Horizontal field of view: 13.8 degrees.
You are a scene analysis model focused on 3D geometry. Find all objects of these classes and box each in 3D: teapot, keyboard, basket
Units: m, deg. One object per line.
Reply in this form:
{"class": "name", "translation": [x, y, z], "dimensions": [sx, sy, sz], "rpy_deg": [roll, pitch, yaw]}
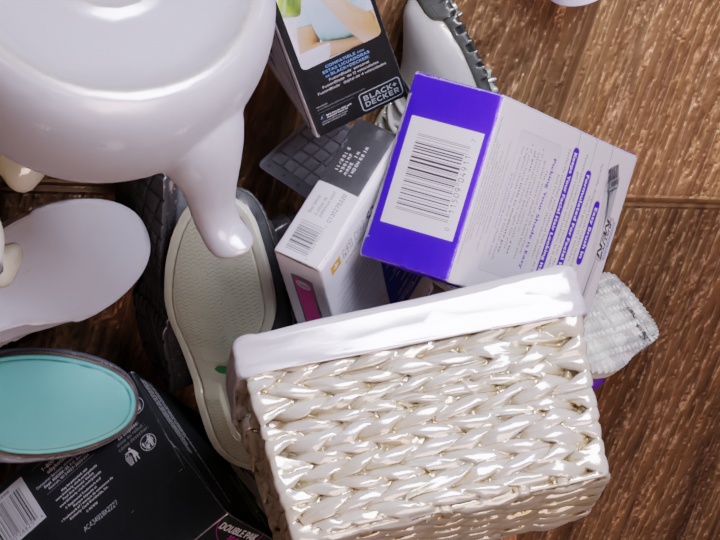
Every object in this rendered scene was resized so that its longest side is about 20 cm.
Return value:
{"class": "teapot", "translation": [-0.146, -0.122, 1.546], "dimensions": [0.197, 0.200, 0.146], "rpy_deg": [4, 151, -12]}
{"class": "keyboard", "translation": [0.030, -0.032, 1.790], "dimensions": [0.200, 0.011, 0.056], "rpy_deg": [33, 126, -32]}
{"class": "basket", "translation": [0.034, 0.090, 1.660], "dimensions": [0.200, 0.123, 0.136], "rpy_deg": [-13, 165, -7]}

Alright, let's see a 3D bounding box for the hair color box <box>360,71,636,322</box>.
{"class": "hair color box", "translation": [0.082, -0.039, 1.711], "dimensions": [0.200, 0.065, 0.109], "rpy_deg": [18, 90, -60]}

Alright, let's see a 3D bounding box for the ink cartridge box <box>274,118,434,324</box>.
{"class": "ink cartridge box", "translation": [0.000, 0.000, 1.727], "dimensions": [0.095, 0.037, 0.200], "rpy_deg": [-59, 159, -19]}

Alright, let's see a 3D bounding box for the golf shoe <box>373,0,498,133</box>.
{"class": "golf shoe", "translation": [0.039, -0.081, 1.788], "dimensions": [0.088, 0.077, 0.200], "rpy_deg": [-17, 130, -9]}

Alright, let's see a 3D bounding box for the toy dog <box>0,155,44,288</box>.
{"class": "toy dog", "translation": [-0.256, -0.050, 1.570], "dimensions": [0.194, 0.200, 0.140], "rpy_deg": [18, 113, -36]}

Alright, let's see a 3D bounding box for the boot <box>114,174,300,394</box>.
{"class": "boot", "translation": [-0.072, -0.021, 1.786], "dimensions": [0.132, 0.070, 0.200], "rpy_deg": [-20, 142, -16]}

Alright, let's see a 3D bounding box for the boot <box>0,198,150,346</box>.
{"class": "boot", "translation": [-0.225, 0.011, 1.710], "dimensions": [0.200, 0.096, 0.074], "rpy_deg": [-23, 101, -24]}

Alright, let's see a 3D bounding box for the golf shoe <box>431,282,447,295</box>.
{"class": "golf shoe", "translation": [0.027, 0.096, 1.888], "dimensions": [0.078, 0.094, 0.200], "rpy_deg": [-33, 143, -45]}

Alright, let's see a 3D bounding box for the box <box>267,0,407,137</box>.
{"class": "box", "translation": [-0.044, -0.187, 1.639], "dimensions": [0.060, 0.117, 0.200], "rpy_deg": [-25, 133, -6]}

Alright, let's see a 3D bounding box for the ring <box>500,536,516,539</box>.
{"class": "ring", "translation": [0.030, 0.151, 1.796], "dimensions": [0.200, 0.019, 0.201], "rpy_deg": [0, 90, -51]}

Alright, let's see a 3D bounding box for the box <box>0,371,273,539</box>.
{"class": "box", "translation": [-0.119, 0.179, 1.832], "dimensions": [0.149, 0.124, 0.200], "rpy_deg": [-41, 147, 7]}

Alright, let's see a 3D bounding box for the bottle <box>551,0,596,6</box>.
{"class": "bottle", "translation": [0.105, -0.241, 1.708], "dimensions": [0.084, 0.065, 0.200], "rpy_deg": [-28, 132, -8]}

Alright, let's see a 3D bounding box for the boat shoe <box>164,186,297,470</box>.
{"class": "boat shoe", "translation": [-0.068, 0.025, 1.747], "dimensions": [0.068, 0.072, 0.200], "rpy_deg": [-59, 151, -43]}

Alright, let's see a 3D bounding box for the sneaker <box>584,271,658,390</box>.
{"class": "sneaker", "translation": [0.119, 0.061, 1.893], "dimensions": [0.100, 0.070, 0.200], "rpy_deg": [-40, 168, 20]}

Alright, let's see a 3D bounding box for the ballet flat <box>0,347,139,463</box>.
{"class": "ballet flat", "translation": [-0.233, 0.084, 1.752], "dimensions": [0.200, 0.073, 0.073], "rpy_deg": [-8, 127, -15]}
